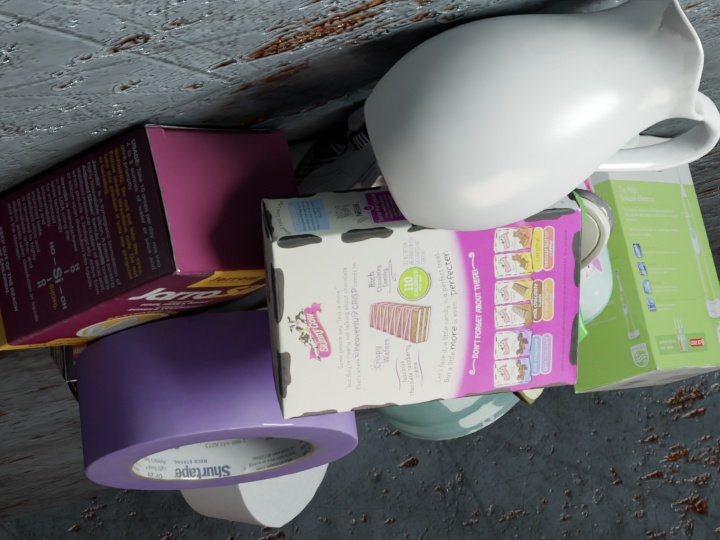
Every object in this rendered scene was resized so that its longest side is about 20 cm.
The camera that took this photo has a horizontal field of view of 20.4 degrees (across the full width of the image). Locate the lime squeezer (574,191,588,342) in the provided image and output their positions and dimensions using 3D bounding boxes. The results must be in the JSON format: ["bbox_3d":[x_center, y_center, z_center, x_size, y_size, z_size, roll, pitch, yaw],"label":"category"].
[{"bbox_3d":[0.104,-0.043,1.334,0.071,0.200,0.038,-39,-159,23],"label":"lime squeezer"}]

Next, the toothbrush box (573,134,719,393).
[{"bbox_3d":[0.225,-0.006,1.668,0.086,0.201,0.145,-18,170,36],"label":"toothbrush box"}]

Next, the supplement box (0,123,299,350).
[{"bbox_3d":[-0.151,-0.020,1.358,0.199,0.104,0.130,-22,166,41],"label":"supplement box"}]

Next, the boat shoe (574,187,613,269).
[{"bbox_3d":[0.121,-0.033,1.441,0.063,0.073,0.200,-46,-168,-30],"label":"boat shoe"}]

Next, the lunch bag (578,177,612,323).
[{"bbox_3d":[0.097,-0.005,1.586,0.199,0.161,0.077,-30,140,30],"label":"lunch bag"}]

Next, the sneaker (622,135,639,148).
[{"bbox_3d":[0.118,-0.092,1.387,0.104,0.076,0.200,-22,172,22],"label":"sneaker"}]

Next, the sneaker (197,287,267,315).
[{"bbox_3d":[-0.127,-0.001,1.468,0.074,0.083,0.199,-17,-169,-42],"label":"sneaker"}]

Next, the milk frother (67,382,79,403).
[{"bbox_3d":[-0.153,0.063,1.786,0.200,0.181,0.188,-43,179,-15],"label":"milk frother"}]

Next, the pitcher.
[{"bbox_3d":[0.116,-0.088,1.217,0.199,0.122,0.172,-21,144,11],"label":"pitcher"}]

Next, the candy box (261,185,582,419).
[{"bbox_3d":[0.039,0.014,1.292,0.198,0.137,0.061,-6,-149,-8],"label":"candy box"}]

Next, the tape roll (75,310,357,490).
[{"bbox_3d":[-0.105,0.097,1.453,0.198,0.086,0.200,-8,164,-2],"label":"tape roll"}]

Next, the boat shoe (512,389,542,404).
[{"bbox_3d":[0.092,0.016,1.405,0.066,0.072,0.201,-45,135,-9],"label":"boat shoe"}]

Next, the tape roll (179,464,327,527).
[{"bbox_3d":[-0.088,0.117,1.724,0.066,0.202,0.200,6,180,26],"label":"tape roll"}]

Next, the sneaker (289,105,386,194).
[{"bbox_3d":[0.013,-0.047,1.385,0.075,0.116,0.199,-4,167,-45],"label":"sneaker"}]

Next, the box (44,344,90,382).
[{"bbox_3d":[-0.145,0.046,1.573,0.199,0.035,0.110,-6,-165,-17],"label":"box"}]

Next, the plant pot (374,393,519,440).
[{"bbox_3d":[0.056,0.031,1.778,0.199,0.201,0.134,-17,143,25],"label":"plant pot"}]
